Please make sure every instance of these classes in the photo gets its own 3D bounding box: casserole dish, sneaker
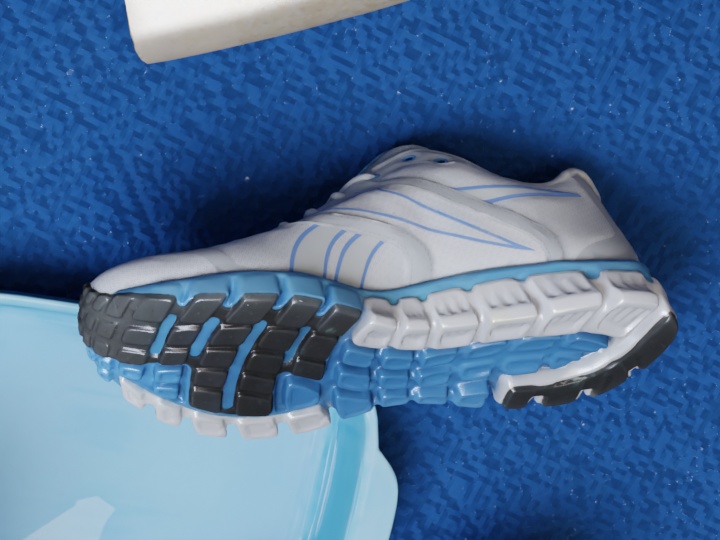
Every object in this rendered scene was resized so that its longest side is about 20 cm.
[{"bbox_3d":[-0.087,0.066,0.910,0.199,0.039,0.121,10,106,-11],"label":"casserole dish"},{"bbox_3d":[0.000,0.000,0.877,0.200,0.087,0.075,-1,144,-24],"label":"sneaker"}]

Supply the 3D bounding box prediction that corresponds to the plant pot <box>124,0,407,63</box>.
[{"bbox_3d":[0.033,-0.184,0.734,0.177,0.200,0.200,-3,110,15],"label":"plant pot"}]
